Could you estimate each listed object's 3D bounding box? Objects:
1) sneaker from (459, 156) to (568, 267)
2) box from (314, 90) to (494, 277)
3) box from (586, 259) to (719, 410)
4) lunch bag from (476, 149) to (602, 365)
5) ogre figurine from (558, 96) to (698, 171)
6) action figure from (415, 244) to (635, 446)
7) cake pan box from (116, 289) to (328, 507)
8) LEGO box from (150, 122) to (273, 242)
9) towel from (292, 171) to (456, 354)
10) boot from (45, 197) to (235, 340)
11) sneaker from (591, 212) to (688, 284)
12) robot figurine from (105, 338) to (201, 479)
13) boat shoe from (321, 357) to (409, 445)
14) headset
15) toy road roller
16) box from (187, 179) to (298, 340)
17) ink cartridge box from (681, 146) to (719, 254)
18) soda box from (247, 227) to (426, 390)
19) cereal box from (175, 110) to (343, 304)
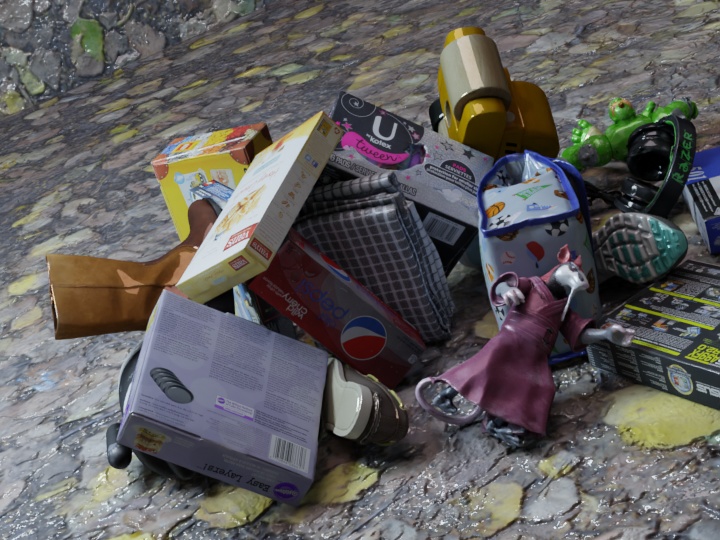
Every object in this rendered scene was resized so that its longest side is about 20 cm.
[{"bbox_3d":[0.216,-0.065,1.733,0.200,0.080,0.130,-42,28,-24],"label":"sneaker"},{"bbox_3d":[0.035,-0.093,1.652,0.198,0.133,0.116,22,51,-9],"label":"box"},{"bbox_3d":[0.337,0.058,1.391,0.159,0.045,0.199,-31,25,-25],"label":"box"},{"bbox_3d":[0.187,-0.017,1.520,0.122,0.172,0.200,-11,22,3],"label":"lunch bag"},{"bbox_3d":[0.344,-0.171,1.857,0.197,0.100,0.120,-3,5,1],"label":"ogre figurine"},{"bbox_3d":[0.164,0.070,1.391,0.201,0.133,0.149,-59,11,-18],"label":"action figure"},{"bbox_3d":[-0.126,0.123,1.425,0.198,0.053,0.186,21,39,-13],"label":"cake pan box"},{"bbox_3d":[-0.168,-0.078,1.914,0.147,0.202,0.077,-6,26,27],"label":"LEGO box"},{"bbox_3d":[0.000,0.000,1.593,0.163,0.202,0.086,-9,36,24],"label":"towel"},{"bbox_3d":[-0.243,-0.003,1.581,0.197,0.069,0.191,-1,58,-13],"label":"boot"},{"bbox_3d":[0.298,-0.028,1.544,0.090,0.079,0.200,-15,2,-22],"label":"sneaker"},{"bbox_3d":[-0.191,0.143,1.532,0.148,0.127,0.200,3,17,-16],"label":"robot figurine"},{"bbox_3d":[-0.005,0.136,1.472,0.059,0.073,0.200,18,-1,-16],"label":"boat shoe"},{"bbox_3d":[0.325,-0.112,1.695,0.093,0.125,0.200,18,-15,-8],"label":"headset"},{"bbox_3d":[0.165,-0.189,1.714,0.144,0.201,0.124,-8,60,-7],"label":"toy road roller"},{"bbox_3d":[-0.136,0.002,1.700,0.039,0.203,0.137,-23,23,-19],"label":"box"},{"bbox_3d":[0.421,-0.087,1.653,0.093,0.045,0.201,-14,22,8],"label":"ink cartridge box"},{"bbox_3d":[-0.027,0.040,1.523,0.070,0.199,0.064,-47,19,10],"label":"soda box"},{"bbox_3d":[-0.105,-0.065,1.523,0.143,0.039,0.201,-27,29,49],"label":"cereal box"}]
